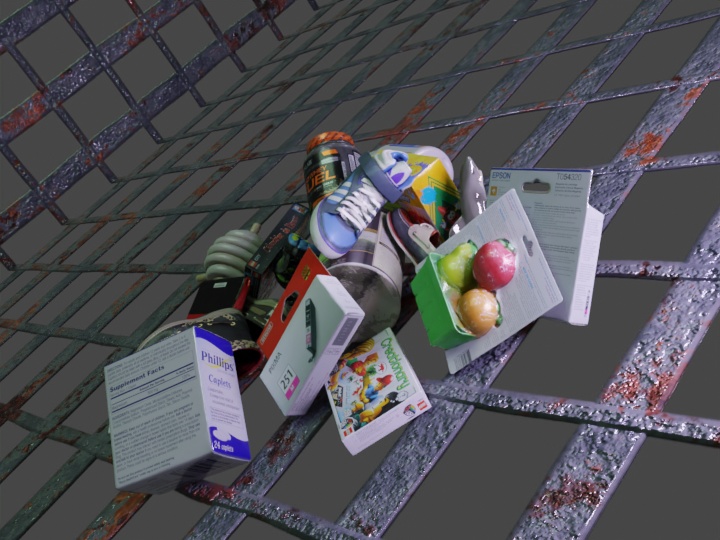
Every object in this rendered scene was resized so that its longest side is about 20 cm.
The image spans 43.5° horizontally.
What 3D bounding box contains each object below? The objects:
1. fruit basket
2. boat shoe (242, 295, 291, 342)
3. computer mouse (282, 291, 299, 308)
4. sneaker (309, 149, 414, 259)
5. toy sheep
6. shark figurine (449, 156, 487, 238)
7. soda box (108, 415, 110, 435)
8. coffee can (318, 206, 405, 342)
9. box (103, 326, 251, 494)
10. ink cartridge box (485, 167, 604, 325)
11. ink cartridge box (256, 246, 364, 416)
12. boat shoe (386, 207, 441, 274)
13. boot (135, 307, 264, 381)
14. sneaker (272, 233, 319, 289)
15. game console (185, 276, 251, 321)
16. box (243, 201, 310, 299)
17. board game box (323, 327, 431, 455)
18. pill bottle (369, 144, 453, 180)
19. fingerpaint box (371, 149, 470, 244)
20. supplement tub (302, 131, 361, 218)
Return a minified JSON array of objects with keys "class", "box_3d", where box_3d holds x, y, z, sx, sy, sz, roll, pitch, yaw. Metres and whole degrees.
[{"class":"fruit basket","box_3d":[0.171,0.017,1.232,0.200,0.094,0.185,-37,54,28]},{"class":"boat shoe","box_3d":[-0.203,0.092,1.640,0.200,0.075,0.073,-5,37,48]},{"class":"computer mouse","box_3d":[-0.049,0.004,1.646,0.200,0.044,0.110,-43,25,-18]},{"class":"sneaker","box_3d":[0.011,-0.114,1.375,0.146,0.081,0.200,-34,18,35]},{"class":"toy sheep","box_3d":[-0.253,-0.018,1.835,0.138,0.138,0.200,-9,52,43]},{"class":"shark figurine","box_3d":[0.187,-0.053,1.388,0.089,0.128,0.215,-21,65,-17]},{"class":"soda box","box_3d":[-0.334,0.233,1.556,0.200,0.064,0.068,-32,25,1]},{"class":"coffee can","box_3d":[0.000,0.000,1.472,0.146,0.146,0.200,-24,27,20]},{"class":"box","box_3d":[-0.279,0.215,1.365,0.184,0.105,0.200,-24,63,21]},{"class":"ink cartridge box","box_3d":[0.241,-0.038,1.229,0.196,0.043,0.200,12,93,56]},{"class":"ink cartridge box","box_3d":[-0.094,0.088,1.357,0.174,0.044,0.200,49,119,39]},{"class":"boat shoe","box_3d":[0.105,-0.036,1.433,0.063,0.071,0.200,-44,49,18]},{"class":"boot","box_3d":[-0.264,0.140,1.494,0.200,0.073,0.151,-19,29,-20]},{"class":"sneaker","box_3d":[-0.118,-0.008,1.664,0.083,0.071,0.200,-55,-4,-18]},{"class":"game console","box_3d":[-0.277,0.098,1.677,0.200,0.031,0.177,-5,59,56]},{"class":"box","box_3d":[-0.166,-0.022,1.748,0.200,0.038,0.137,-57,-9,-40]},{"class":"board game box","box_3d":[0.017,0.167,1.282,0.126,0.035,0.200,-32,25,2]},{"class":"pill bottle","box_3d":[0.082,-0.189,1.757,0.112,0.112,0.200,-42,25,-17]},{"class":"fingerpaint box","box_3d":[0.098,-0.115,1.538,0.073,0.167,0.200,-40,25,-14]},{"class":"supplement tub","box_3d":[-0.045,-0.161,1.753,0.122,0.122,0.200,-23,60,22]}]
